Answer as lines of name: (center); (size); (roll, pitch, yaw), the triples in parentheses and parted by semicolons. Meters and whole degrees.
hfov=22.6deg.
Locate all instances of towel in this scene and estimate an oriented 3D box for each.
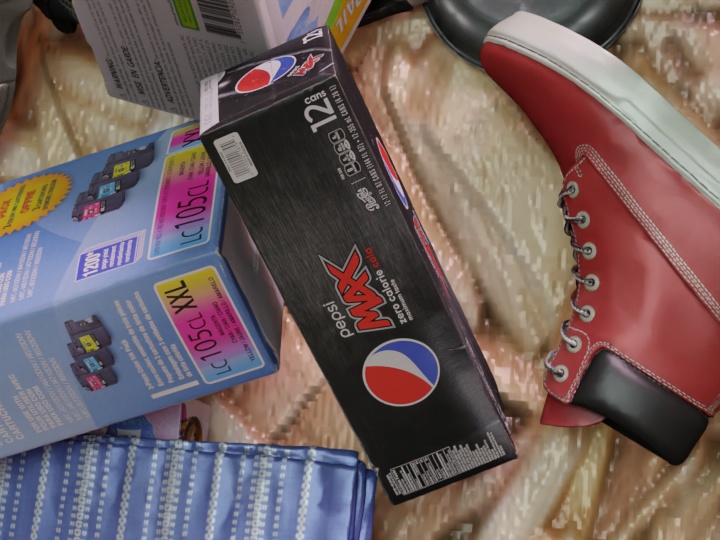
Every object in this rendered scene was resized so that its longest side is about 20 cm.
towel: (-0.095, 0.148, 0.821); (0.200, 0.024, 0.145); (3, 79, 17)

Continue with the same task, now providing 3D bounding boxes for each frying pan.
frying pan: (0.048, -0.157, 0.893); (0.190, 0.031, 0.115); (10, 79, 14)

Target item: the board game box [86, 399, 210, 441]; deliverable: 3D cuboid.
board game box: (-0.179, 0.157, 0.871); (0.199, 0.041, 0.200); (0, 77, 15)

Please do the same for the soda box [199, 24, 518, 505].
soda box: (0.000, 0.000, 0.785); (0.063, 0.071, 0.200); (-23, 115, 6)

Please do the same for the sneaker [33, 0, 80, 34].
sneaker: (-0.119, -0.190, 0.881); (0.114, 0.076, 0.199); (51, 136, 12)

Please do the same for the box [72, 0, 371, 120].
box: (-0.044, -0.177, 0.845); (0.101, 0.113, 0.200); (16, 60, 19)

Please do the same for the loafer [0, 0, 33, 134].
loafer: (-0.211, -0.116, 0.910); (0.063, 0.072, 0.200); (56, 129, 42)

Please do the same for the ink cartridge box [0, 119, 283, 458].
ink cartridge box: (-0.139, 0.012, 0.842); (0.200, 0.076, 0.137); (-19, 31, 12)

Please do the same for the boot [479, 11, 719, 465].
boot: (0.100, -0.012, 0.819); (0.200, 0.072, 0.144); (43, 93, 14)
